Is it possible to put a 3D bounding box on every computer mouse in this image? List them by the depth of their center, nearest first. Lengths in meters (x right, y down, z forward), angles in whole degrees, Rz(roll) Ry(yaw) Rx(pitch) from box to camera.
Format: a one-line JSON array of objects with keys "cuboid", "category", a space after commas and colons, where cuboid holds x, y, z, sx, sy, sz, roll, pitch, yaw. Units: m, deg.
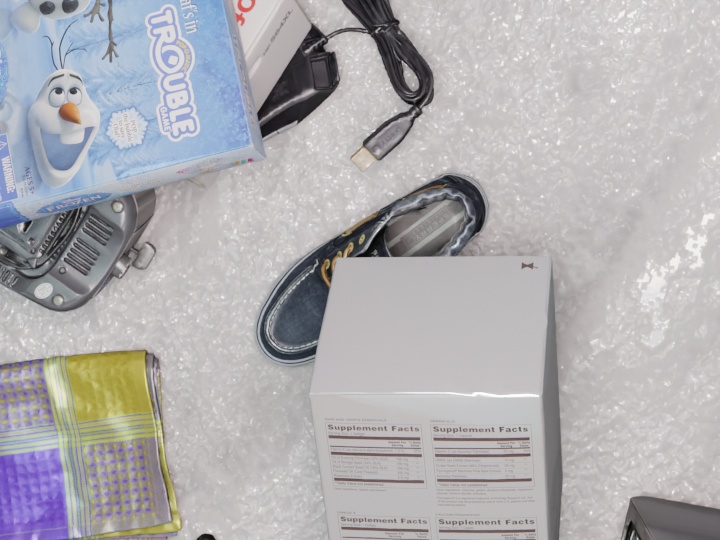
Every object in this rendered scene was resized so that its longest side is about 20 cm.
[{"cuboid": [-0.042, -0.115, 1.528, 0.200, 0.046, 0.141, -36, 74, 3], "category": "computer mouse"}]

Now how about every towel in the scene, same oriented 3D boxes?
[{"cuboid": [-0.235, 0.136, 1.599, 0.199, 0.023, 0.144, -5, 96, 9], "category": "towel"}]

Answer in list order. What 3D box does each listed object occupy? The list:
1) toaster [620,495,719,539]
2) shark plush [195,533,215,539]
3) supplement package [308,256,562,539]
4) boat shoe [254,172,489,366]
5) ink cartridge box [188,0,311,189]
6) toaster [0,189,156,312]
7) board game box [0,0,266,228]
[{"cuboid": [0.225, 0.265, 1.454, 0.118, 0.200, 0.181, 12, 98, -2], "category": "toaster"}, {"cuboid": [-0.117, 0.292, 1.578, 0.083, 0.091, 0.200, 31, 95, -26], "category": "shark plush"}, {"cuboid": [0.056, 0.113, 1.450, 0.150, 0.152, 0.200, 0, 126, 8], "category": "supplement package"}, {"cuboid": [0.000, 0.000, 1.516, 0.200, 0.091, 0.071, -38, 89, 10], "category": "boat shoe"}, {"cuboid": [-0.157, -0.168, 1.496, 0.200, 0.084, 0.146, 31, 86, 16], "category": "ink cartridge box"}, {"cuboid": [-0.238, -0.059, 1.526, 0.200, 0.129, 0.114, 33, 98, 4], "category": "toaster"}, {"cuboid": [-0.180, -0.146, 1.429, 0.199, 0.043, 0.200, -14, 76, 6], "category": "board game box"}]
